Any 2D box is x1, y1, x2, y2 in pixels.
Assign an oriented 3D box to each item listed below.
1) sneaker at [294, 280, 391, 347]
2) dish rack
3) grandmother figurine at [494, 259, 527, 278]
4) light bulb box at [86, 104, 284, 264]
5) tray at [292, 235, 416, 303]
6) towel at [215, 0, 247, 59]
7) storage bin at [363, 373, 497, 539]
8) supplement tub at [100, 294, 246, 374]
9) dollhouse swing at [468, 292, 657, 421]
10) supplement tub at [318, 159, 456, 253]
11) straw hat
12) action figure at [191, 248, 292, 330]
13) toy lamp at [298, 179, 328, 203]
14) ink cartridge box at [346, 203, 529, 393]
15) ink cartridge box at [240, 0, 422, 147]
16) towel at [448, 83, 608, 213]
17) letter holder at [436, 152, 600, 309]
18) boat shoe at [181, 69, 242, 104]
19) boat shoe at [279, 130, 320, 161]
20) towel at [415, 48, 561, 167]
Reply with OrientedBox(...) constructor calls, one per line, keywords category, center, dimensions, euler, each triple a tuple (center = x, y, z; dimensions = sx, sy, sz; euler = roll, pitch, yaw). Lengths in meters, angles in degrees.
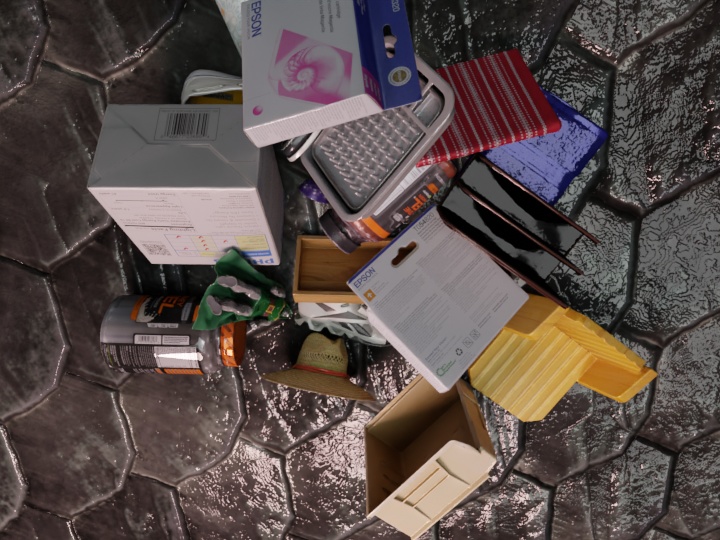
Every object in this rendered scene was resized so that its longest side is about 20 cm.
OrientedBox(category="sneaker", center=(-0.002, 0.062, 0.824), dimensions=(0.198, 0.074, 0.089), euler=(12, 112, -5))
OrientedBox(category="dish rack", center=(0.020, -0.173, 0.650), dimensions=(0.200, 0.172, 0.043), euler=(-48, 146, 20))
OrientedBox(category="grandmother figurine", center=(0.190, 0.014, 0.816), dimensions=(0.199, 0.061, 0.122), euler=(-30, 100, 8))
OrientedBox(category="light bulb box", center=(-0.211, -0.104, 0.685), dimensions=(0.196, 0.126, 0.200), euler=(1, 156, 0))
OrientedBox(category="tray", center=(0.000, 0.000, 0.791), dimensions=(0.198, 0.099, 0.037), euler=(2, 155, -1))
OrientedBox(category="towel", center=(-0.095, -0.380, 0.673), dimensions=(0.198, 0.048, 0.172), euler=(-20, 109, 8))
OrientedBox(category="storage bin", center=(0.105, 0.284, 0.840), dimensions=(0.094, 0.200, 0.199), euler=(38, 107, -14))
OrientedBox(category="supplement tub", center=(-0.288, 0.101, 0.815), dimensions=(0.198, 0.123, 0.124), euler=(1, 111, -1))
OrientedBox(category="dollhouse swing", center=(0.301, 0.164, 0.819), dimensions=(0.199, 0.182, 0.176), euler=(35, 87, -13))
OrientedBox(category="supplement tub", center=(0.033, -0.115, 0.740), dimensions=(0.200, 0.107, 0.107), euler=(-42, 105, 14))
OrientedBox(category="straw hat", center=(-0.061, 0.145, 0.823), dimensions=(0.199, 0.201, 0.086), euler=(13, 80, -5))
OrientedBox(category="action figure", center=(-0.156, 0.048, 0.772), dimensions=(0.054, 0.200, 0.119), euler=(31, 91, 22))
OrientedBox(category="toy lamp", center=(-0.026, -0.195, 0.737), dimensions=(0.058, 0.058, 0.201), euler=(23, 109, -8))
OrientedBox(category="ink cartridge box", center=(0.109, 0.034, 0.738), dimensions=(0.199, 0.041, 0.200), euler=(-41, 83, -23))
OrientedBox(category="ink cartridge box", center=(-0.041, -0.256, 0.593), dimensions=(0.198, 0.043, 0.198), euler=(-13, 66, 13))
OrientedBox(category="towel", center=(0.240, -0.157, 0.758), dimensions=(0.147, 0.050, 0.201), euler=(33, 108, -4))
OrientedBox(category="letter holder", center=(0.213, -0.056, 0.691), dimensions=(0.199, 0.142, 0.101), euler=(34, 107, -5))
OrientedBox(category="boat shoe", center=(-0.144, -0.228, 0.703), dimensions=(0.198, 0.070, 0.071), euler=(5, 137, -8))
OrientedBox(category="boat shoe", center=(-0.059, -0.239, 0.664), dimensions=(0.060, 0.075, 0.201), euler=(30, 85, -29))
OrientedBox(category="towel", center=(0.145, -0.214, 0.675), dimensions=(0.198, 0.146, 0.023), euler=(-16, 155, -5))
